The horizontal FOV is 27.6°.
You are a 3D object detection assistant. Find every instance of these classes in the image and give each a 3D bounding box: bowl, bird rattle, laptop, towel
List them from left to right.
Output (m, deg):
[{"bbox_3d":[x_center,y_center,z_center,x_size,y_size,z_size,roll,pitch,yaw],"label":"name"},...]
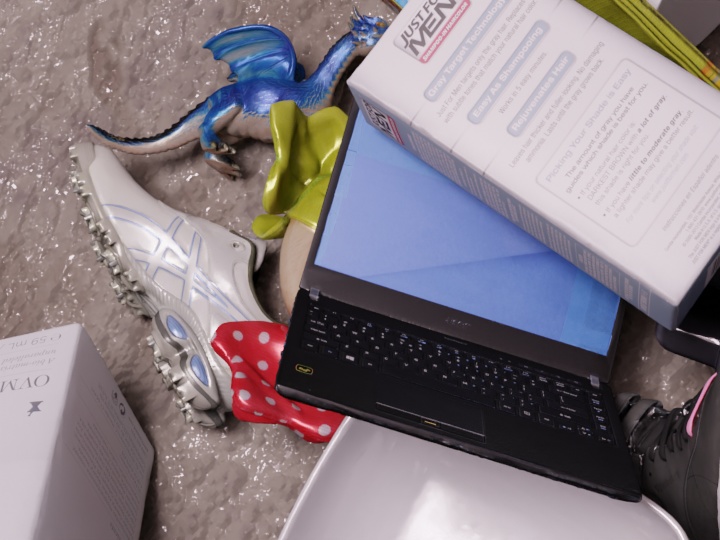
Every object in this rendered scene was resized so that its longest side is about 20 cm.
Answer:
[{"bbox_3d":[0.000,0.000,0.811,0.161,0.113,0.202,-5,52,10],"label":"bird rattle"},{"bbox_3d":[0.052,0.177,0.735,0.199,0.075,0.201,25,86,23],"label":"bowl"},{"bbox_3d":[0.061,0.005,0.731,0.175,0.200,0.104,17,109,-3],"label":"laptop"},{"bbox_3d":[0.137,-0.111,0.765,0.200,0.086,0.018,41,71,-10],"label":"towel"}]

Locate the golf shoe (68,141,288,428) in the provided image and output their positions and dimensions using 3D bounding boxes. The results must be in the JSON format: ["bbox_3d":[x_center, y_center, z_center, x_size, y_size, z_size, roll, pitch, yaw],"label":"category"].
[{"bbox_3d":[-0.108,-0.005,0.905,0.097,0.078,0.201,-29,75,-12],"label":"golf shoe"}]

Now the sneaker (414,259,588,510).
[{"bbox_3d":[0.064,0.052,0.830,0.084,0.077,0.201,38,86,17],"label":"sneaker"}]

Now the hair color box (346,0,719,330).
[{"bbox_3d":[0.102,-0.071,0.733,0.199,0.061,0.099,36,85,16],"label":"hair color box"}]

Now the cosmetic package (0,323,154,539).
[{"bbox_3d":[-0.237,0.155,0.814,0.197,0.124,0.201,-13,41,11],"label":"cosmetic package"}]

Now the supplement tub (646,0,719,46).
[{"bbox_3d":[0.123,-0.221,0.812,0.200,0.145,0.145,43,89,21],"label":"supplement tub"}]

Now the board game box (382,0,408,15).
[{"bbox_3d":[0.084,-0.196,0.912,0.134,0.034,0.200,-44,69,1],"label":"board game box"}]

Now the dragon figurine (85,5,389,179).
[{"bbox_3d":[-0.066,-0.114,0.917,0.198,0.059,0.101,0,74,12],"label":"dragon figurine"}]

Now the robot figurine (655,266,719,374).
[{"bbox_3d":[0.257,0.032,0.754,0.198,0.151,0.125,18,60,19],"label":"robot figurine"}]

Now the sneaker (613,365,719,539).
[{"bbox_3d":[0.159,0.087,0.736,0.099,0.201,0.071,25,61,26],"label":"sneaker"}]
